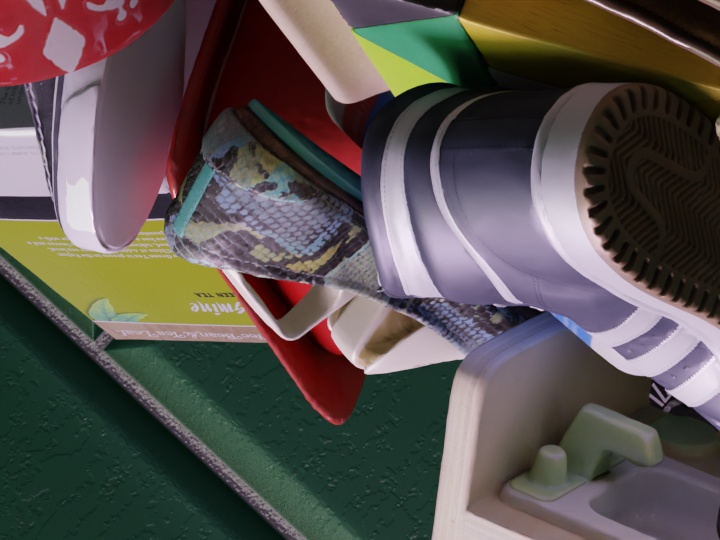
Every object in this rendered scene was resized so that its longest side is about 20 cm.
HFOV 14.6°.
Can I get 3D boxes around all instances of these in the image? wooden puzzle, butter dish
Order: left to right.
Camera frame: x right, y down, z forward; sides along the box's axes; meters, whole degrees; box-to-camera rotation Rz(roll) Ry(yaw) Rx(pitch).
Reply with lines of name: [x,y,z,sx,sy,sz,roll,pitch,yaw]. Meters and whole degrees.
butter dish: [0.030,-0.061,1.129,0.147,0.201,0.200,2,148,26]
wooden puzzle: [0.067,-0.059,0.826,0.199,0.037,0.185,12,168,16]

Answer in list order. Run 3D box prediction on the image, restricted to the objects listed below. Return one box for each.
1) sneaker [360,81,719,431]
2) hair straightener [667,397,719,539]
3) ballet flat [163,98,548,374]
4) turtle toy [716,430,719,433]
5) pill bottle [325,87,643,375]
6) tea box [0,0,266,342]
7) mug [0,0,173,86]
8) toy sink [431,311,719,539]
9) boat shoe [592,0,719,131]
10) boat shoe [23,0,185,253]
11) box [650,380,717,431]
sneaker: [0.080,0.003,0.839,0.108,0.070,0.200,5,155,40]
hair straightener: [0.149,0.056,1.014,0.041,0.076,0.201,88,180,-51]
ballet flat: [0.000,0.000,1.009,0.200,0.074,0.074,29,-173,-46]
turtle toy: [0.230,0.089,1.119,0.200,0.101,0.146,38,-160,22]
pill bottle: [0.094,-0.034,0.981,0.200,0.112,0.112,42,178,13]
tea box: [-0.082,-0.098,1.229,0.133,0.201,0.197,1,154,32]
mug: [-0.096,-0.149,0.764,0.177,0.134,0.201,24,147,25]
toy sink: [0.104,0.122,1.041,0.112,0.201,0.130,20,-154,31]
boat shoe: [0.115,-0.046,0.649,0.202,0.075,0.075,41,178,31]
boat shoe: [-0.109,-0.108,1.048,0.067,0.201,0.072,4,-170,22]
box: [0.183,0.099,1.362,0.086,0.164,0.200,40,177,40]
